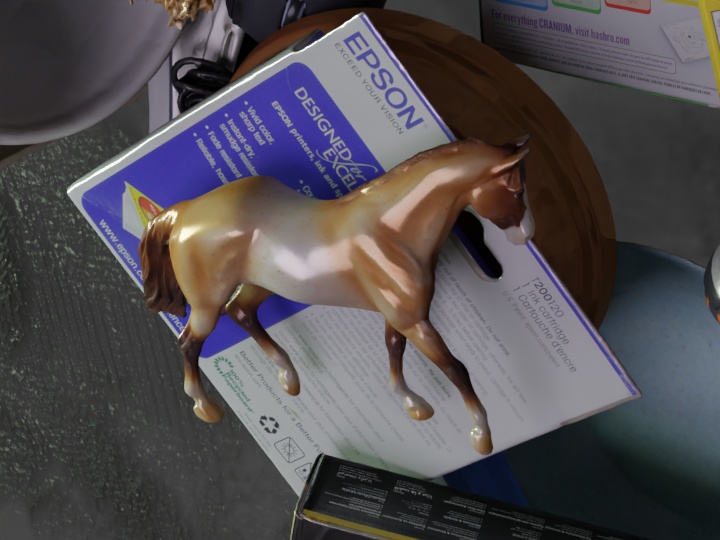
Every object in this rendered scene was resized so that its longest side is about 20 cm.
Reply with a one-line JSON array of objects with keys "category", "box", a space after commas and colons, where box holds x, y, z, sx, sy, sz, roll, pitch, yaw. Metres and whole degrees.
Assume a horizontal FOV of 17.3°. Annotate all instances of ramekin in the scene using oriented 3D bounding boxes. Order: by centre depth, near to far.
[{"category": "ramekin", "box": [-0.178, -0.160, 1.063, 0.105, 0.200, 0.200, 13, 126, 50]}]

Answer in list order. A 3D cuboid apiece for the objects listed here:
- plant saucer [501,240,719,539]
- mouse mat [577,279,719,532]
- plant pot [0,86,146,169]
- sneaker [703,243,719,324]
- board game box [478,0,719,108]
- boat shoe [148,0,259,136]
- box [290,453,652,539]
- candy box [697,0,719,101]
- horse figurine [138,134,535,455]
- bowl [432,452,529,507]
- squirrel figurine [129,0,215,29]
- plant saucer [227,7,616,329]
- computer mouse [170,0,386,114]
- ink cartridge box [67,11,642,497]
[{"category": "plant saucer", "box": [0.143, 0.069, 1.069, 0.201, 0.039, 0.201, 21, 129, 29]}, {"category": "mouse mat", "box": [0.137, 0.074, 1.111, 0.200, 0.008, 0.161, 35, 135, 17]}, {"category": "plant pot", "box": [-0.258, -0.149, 1.184, 0.177, 0.200, 0.200, 13, 127, 50]}, {"category": "sneaker", "box": [0.212, 0.057, 0.942, 0.200, 0.078, 0.112, 23, 140, -8]}, {"category": "board game box", "box": [0.114, -0.168, 0.940, 0.153, 0.040, 0.200, 17, 127, 33]}, {"category": "boat shoe", "box": [-0.058, -0.055, 1.153, 0.066, 0.072, 0.200, 21, 121, 36]}, {"category": "box", "box": [0.061, 0.179, 1.054, 0.200, 0.049, 0.160, 15, 127, 7]}, {"category": "candy box", "box": [0.183, -0.091, 0.899, 0.102, 0.026, 0.200, -9, 119, 14]}, {"category": "horse figurine", "box": [-0.019, 0.005, 0.966, 0.200, 0.050, 0.133, 6, 124, 28]}, {"category": "bowl", "box": [0.035, 0.142, 1.172, 0.201, 0.039, 0.201, 46, 146, 44]}, {"category": "squirrel figurine", "box": [-0.074, -0.206, 0.944, 0.187, 0.141, 0.200, 23, 137, 53]}, {"category": "plant saucer", "box": [0.015, -0.019, 1.046, 0.200, 0.037, 0.200, 16, 127, 22]}, {"category": "computer mouse", "box": [0.002, -0.118, 1.044, 0.140, 0.046, 0.200, 27, 119, 1]}, {"category": "ink cartridge box", "box": [0.000, 0.000, 1.013, 0.200, 0.043, 0.198, -26, 105, 42]}]
